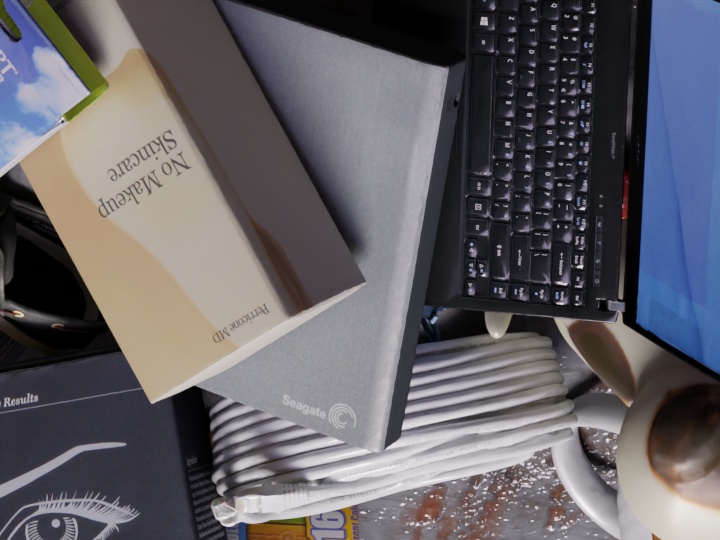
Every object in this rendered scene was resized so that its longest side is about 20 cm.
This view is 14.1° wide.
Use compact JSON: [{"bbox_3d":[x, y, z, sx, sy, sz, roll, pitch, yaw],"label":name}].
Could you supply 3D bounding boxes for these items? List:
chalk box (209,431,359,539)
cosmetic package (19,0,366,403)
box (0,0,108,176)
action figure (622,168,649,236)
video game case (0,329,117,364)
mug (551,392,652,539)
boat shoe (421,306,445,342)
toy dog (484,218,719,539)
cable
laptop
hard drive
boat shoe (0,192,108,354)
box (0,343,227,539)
[{"bbox_3d":[-0.107,0.174,1.701,0.199,0.124,0.125,3,146,-10],"label":"chalk box"},{"bbox_3d":[-0.095,-0.051,1.375,0.105,0.071,0.200,-33,85,36],"label":"cosmetic package"},{"bbox_3d":[-0.207,-0.089,1.353,0.200,0.048,0.122,-34,96,39],"label":"box"},{"bbox_3d":[0.220,-0.079,1.399,0.199,0.065,0.099,-16,131,-7],"label":"action figure"},{"bbox_3d":[-0.218,0.049,1.653,0.199,0.018,0.143,21,139,-22],"label":"video game case"},{"bbox_3d":[0.195,0.130,1.640,0.199,0.148,0.176,18,146,33],"label":"mug"},{"bbox_3d":[0.000,0.000,1.539,0.199,0.084,0.069,-4,152,37],"label":"boat shoe"},{"bbox_3d":[0.168,0.043,1.449,0.193,0.201,0.140,-2,140,-8],"label":"toy dog"},{"bbox_3d":[0.016,0.084,1.572,0.199,0.070,0.200,-14,173,1],"label":"cable"},{"bbox_3d":[0.089,-0.050,1.344,0.199,0.103,0.178,5,106,13],"label":"laptop"},{"bbox_3d":[-0.029,-0.026,1.409,0.139,0.033,0.201,19,114,23],"label":"hard drive"},{"bbox_3d":[-0.204,-0.016,1.521,0.063,0.074,0.201,-22,143,40],"label":"boat shoe"},{"bbox_3d":[-0.150,0.144,1.560,0.147,0.201,0.104,-9,178,6],"label":"box"}]
